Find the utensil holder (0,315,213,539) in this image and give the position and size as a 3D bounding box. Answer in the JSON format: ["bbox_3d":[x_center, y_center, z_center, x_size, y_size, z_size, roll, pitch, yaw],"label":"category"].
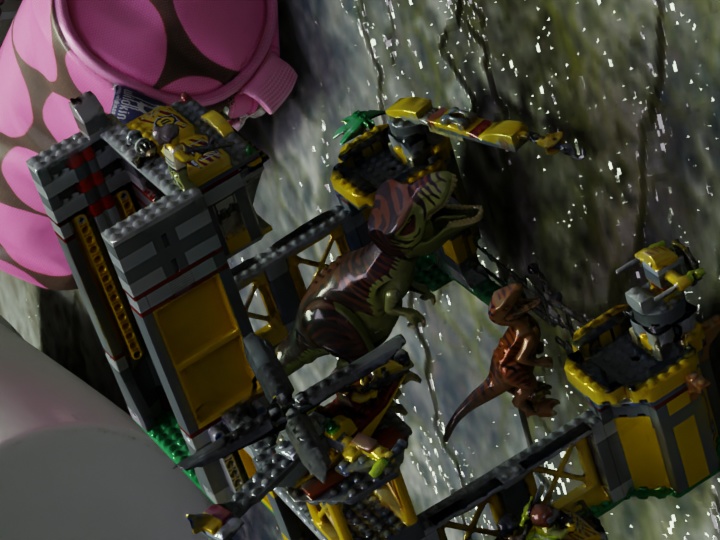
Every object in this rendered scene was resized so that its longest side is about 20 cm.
[{"bbox_3d":[-0.168,0.108,1.139,0.200,0.169,0.171,25,126,56],"label":"utensil holder"}]

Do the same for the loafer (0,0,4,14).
[{"bbox_3d":[-0.166,-0.147,1.027,0.073,0.071,0.201,151,125,-75],"label":"loafer"}]

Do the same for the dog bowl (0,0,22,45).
[{"bbox_3d":[-0.205,-0.150,1.194,0.200,0.058,0.201,41,138,50],"label":"dog bowl"}]

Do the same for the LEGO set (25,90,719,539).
[{"bbox_3d":[0.000,0.000,0.742,0.200,0.153,0.116,52,165,53],"label":"LEGO set"}]

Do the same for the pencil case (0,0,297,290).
[{"bbox_3d":[-0.093,-0.056,0.990,0.093,0.091,0.200,30,156,-9],"label":"pencil case"}]
